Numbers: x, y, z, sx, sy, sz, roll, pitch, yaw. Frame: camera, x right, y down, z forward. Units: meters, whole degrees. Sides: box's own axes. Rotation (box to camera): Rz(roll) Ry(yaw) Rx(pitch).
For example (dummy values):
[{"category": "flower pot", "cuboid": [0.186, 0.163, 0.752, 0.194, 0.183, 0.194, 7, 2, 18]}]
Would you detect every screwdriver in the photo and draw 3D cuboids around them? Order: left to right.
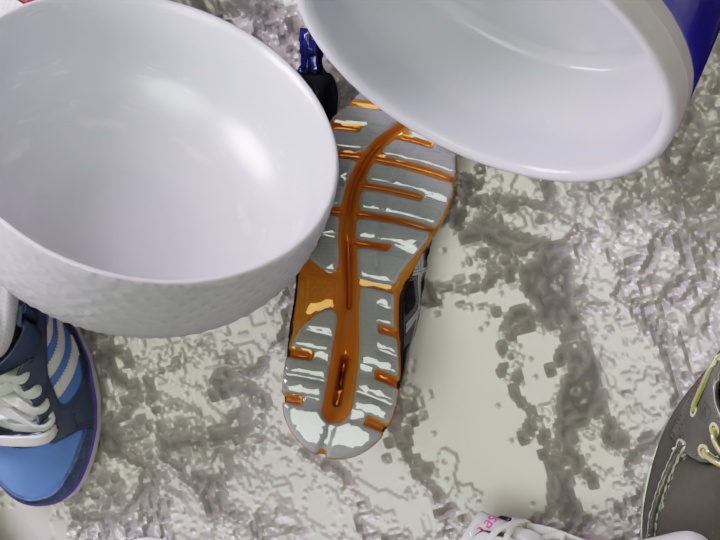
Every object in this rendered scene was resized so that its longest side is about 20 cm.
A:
[{"category": "screwdriver", "cuboid": [-0.026, -0.142, 1.474, 0.029, 0.028, 0.200, 3, 96, 41]}]

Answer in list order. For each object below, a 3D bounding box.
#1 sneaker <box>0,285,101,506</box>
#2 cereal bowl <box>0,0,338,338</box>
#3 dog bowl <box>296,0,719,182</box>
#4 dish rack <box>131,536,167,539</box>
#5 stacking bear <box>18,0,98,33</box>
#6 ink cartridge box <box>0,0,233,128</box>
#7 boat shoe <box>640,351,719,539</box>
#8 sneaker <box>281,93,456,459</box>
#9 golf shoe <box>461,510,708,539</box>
[{"category": "sneaker", "cuboid": [-0.194, 0.049, 1.458, 0.080, 0.146, 0.200, 2, 109, 15]}, {"category": "cereal bowl", "cuboid": [-0.114, -0.041, 1.395, 0.200, 0.200, 0.083, 27, 136, 8]}, {"category": "dog bowl", "cuboid": [0.072, -0.134, 1.363, 0.200, 0.200, 0.079, 23, 63, 9]}, {"category": "dish rack", "cuboid": [-0.115, 0.263, 1.532, 0.172, 0.044, 0.200, -38, 87, 14]}, {"category": "stacking bear", "cuboid": [-0.118, -0.218, 1.440, 0.121, 0.114, 0.200, 35, 103, 6]}, {"category": "ink cartridge box", "cuboid": [-0.152, -0.094, 1.501, 0.200, 0.037, 0.095, 21, 101, 6]}, {"category": "boat shoe", "cuboid": [0.198, 0.072, 1.432, 0.072, 0.060, 0.202, 31, 102, 7]}, {"category": "sneaker", "cuboid": [0.000, 0.000, 1.463, 0.078, 0.077, 0.200, 13, 81, 6]}, {"category": "golf shoe", "cuboid": [0.087, 0.162, 1.442, 0.200, 0.073, 0.092, -23, 90, 29]}]
